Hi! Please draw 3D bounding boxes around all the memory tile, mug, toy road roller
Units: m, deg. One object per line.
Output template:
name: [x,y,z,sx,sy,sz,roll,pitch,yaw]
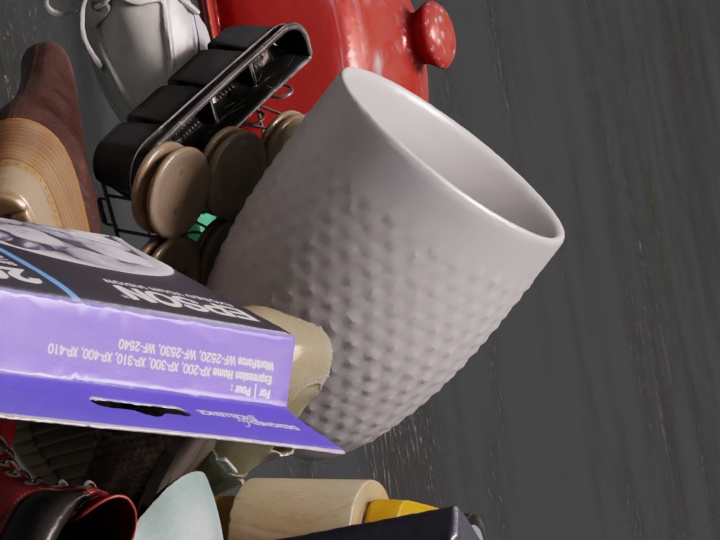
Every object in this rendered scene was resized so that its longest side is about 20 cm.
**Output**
memory tile: [-0.079,0.017,1.390,0.153,0.017,0.201,-23,125,-52]
mug: [0.000,0.000,1.361,0.147,0.176,0.200,36,14,-4]
toy road roller: [-0.006,0.207,1.503,0.200,0.122,0.147,32,59,-63]

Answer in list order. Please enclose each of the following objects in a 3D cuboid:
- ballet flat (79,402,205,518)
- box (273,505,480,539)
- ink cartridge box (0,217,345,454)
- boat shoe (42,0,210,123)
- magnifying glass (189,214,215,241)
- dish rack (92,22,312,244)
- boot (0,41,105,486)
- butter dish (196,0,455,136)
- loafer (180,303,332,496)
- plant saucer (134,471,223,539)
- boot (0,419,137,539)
ballet flat: [-0.127,0.122,1.192,0.046,0.200,0.067,35,37,6]
box: [-0.025,0.246,1.305,0.197,0.199,0.118,-83,152,-42]
ink cartridge box: [-0.131,0.020,1.099,0.198,0.200,0.044,10,103,-43]
boat shoe: [-0.140,-0.172,1.439,0.086,0.074,0.203,17,60,-68]
magnifying glass: [-0.100,-0.035,1.537,0.080,0.022,0.201,18,62,-67]
dish rack: [-0.077,-0.028,1.434,0.153,0.054,0.201,-45,138,-36]
boot: [-0.150,-0.001,1.315,0.167,0.072,0.201,-84,165,-61]
butter dish: [-0.009,-0.139,1.662,0.200,0.147,0.200,12,66,-68]
loafer: [-0.068,0.074,1.260,0.200,0.068,0.076,135,-44,-62]
plant saucer: [-0.108,0.191,1.181,0.201,0.039,0.201,-59,170,-17]
boot: [-0.153,0.099,1.137,0.200,0.144,0.073,-74,144,-55]
